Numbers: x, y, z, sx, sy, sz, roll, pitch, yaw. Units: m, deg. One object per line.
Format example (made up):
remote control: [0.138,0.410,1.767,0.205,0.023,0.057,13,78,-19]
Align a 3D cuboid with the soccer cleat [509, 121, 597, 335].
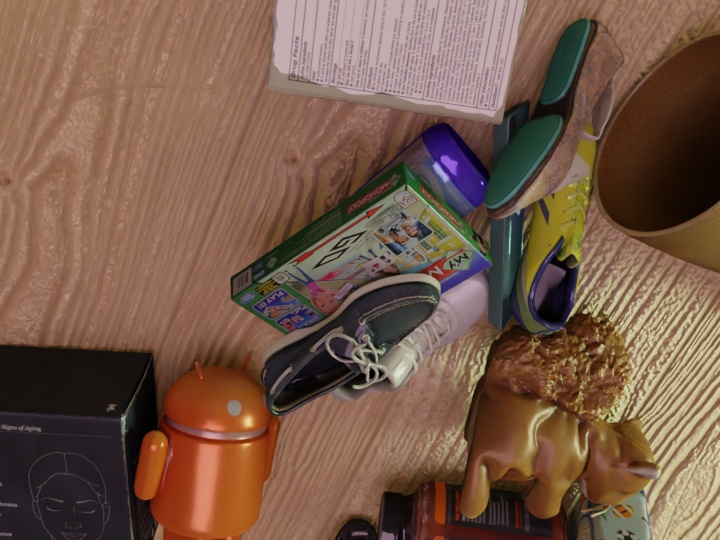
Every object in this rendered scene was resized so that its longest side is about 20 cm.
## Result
soccer cleat: [0.182,-0.041,0.803,0.063,0.084,0.205,10,94,-12]

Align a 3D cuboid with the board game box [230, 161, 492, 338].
board game box: [0.000,0.000,0.796,0.198,0.030,0.134,-32,133,25]

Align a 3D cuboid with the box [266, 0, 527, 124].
box: [0.029,-0.208,0.737,0.195,0.110,0.131,8,115,-2]

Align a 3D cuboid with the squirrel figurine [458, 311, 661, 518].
squirrel figurine: [0.203,0.146,0.873,0.182,0.142,0.205,13,107,4]

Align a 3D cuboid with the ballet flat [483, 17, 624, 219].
ballet flat: [0.173,-0.117,0.759,0.067,0.068,0.203,34,77,-25]

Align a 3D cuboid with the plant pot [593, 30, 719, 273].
plant pot: [0.336,-0.070,0.770,0.198,0.188,0.187,29,113,-26]

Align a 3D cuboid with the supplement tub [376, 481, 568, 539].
supplement tub: [0.116,0.284,0.959,0.195,0.107,0.109,8,115,1]

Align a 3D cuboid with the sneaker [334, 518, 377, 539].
sneaker: [-0.016,0.380,1.027,0.072,0.079,0.206,2,98,-18]

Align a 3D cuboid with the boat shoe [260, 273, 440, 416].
boat shoe: [-0.011,0.069,0.803,0.197,0.063,0.075,-27,136,21]

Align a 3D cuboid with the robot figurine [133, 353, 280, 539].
robot figurine: [-0.150,0.186,0.902,0.140,0.117,0.205,7,97,-10]

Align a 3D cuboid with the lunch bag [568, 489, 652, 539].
lunch bag: [0.246,0.317,0.927,0.074,0.200,0.164,15,116,9]

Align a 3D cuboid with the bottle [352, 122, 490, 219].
bottle: [0.026,-0.045,0.835,0.199,0.066,0.084,-39,114,17]

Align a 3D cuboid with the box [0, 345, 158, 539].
box: [-0.314,0.195,0.919,0.195,0.125,0.201,3,116,1]

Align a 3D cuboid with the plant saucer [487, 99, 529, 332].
plant saucer: [0.136,-0.050,0.830,0.019,0.070,0.205,8,114,23]

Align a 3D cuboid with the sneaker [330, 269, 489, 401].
sneaker: [0.048,0.071,0.868,0.198,0.100,0.078,-35,110,16]
